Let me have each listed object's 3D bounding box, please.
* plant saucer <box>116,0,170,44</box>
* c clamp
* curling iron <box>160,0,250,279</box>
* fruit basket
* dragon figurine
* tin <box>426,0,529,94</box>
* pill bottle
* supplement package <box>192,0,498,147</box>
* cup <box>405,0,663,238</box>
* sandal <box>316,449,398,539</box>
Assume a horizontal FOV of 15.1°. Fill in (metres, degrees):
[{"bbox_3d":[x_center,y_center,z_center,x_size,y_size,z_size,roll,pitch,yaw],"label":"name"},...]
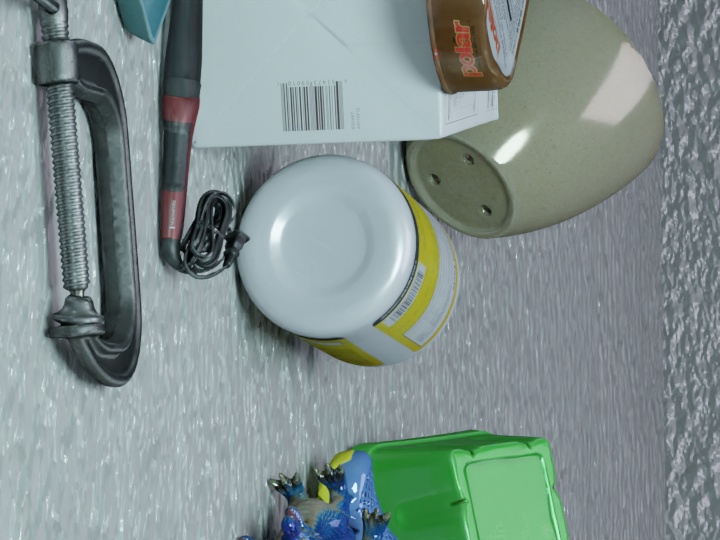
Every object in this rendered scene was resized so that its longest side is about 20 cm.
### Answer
[{"bbox_3d":[-0.131,-0.219,1.417,0.070,0.019,0.201,-77,159,-52],"label":"plant saucer"},{"bbox_3d":[-0.139,-0.039,1.331,0.171,0.027,0.201,-25,109,-81],"label":"c clamp"},{"bbox_3d":[-0.093,-0.091,1.513,0.049,0.026,0.201,6,73,-39],"label":"curling iron"},{"bbox_3d":[0.060,0.216,1.908,0.155,0.215,0.217,-4,91,-38],"label":"fruit basket"},{"bbox_3d":[-0.018,0.187,1.662,0.200,0.059,0.100,56,31,-46],"label":"dragon figurine"},{"bbox_3d":[0.071,-0.185,1.551,0.200,0.042,0.112,-76,156,-47],"label":"tin"},{"bbox_3d":[0.000,0.000,1.705,0.200,0.111,0.113,36,51,-73],"label":"pill bottle"},{"bbox_3d":[-0.007,-0.156,1.625,0.200,0.151,0.152,-28,116,-76],"label":"supplement package"},{"bbox_3d":[0.116,-0.107,2.123,0.143,0.200,0.201,-47,138,-36],"label":"cup"},{"bbox_3d":[0.018,0.209,1.779,0.080,0.087,0.201,-59,141,-64],"label":"sandal"}]
